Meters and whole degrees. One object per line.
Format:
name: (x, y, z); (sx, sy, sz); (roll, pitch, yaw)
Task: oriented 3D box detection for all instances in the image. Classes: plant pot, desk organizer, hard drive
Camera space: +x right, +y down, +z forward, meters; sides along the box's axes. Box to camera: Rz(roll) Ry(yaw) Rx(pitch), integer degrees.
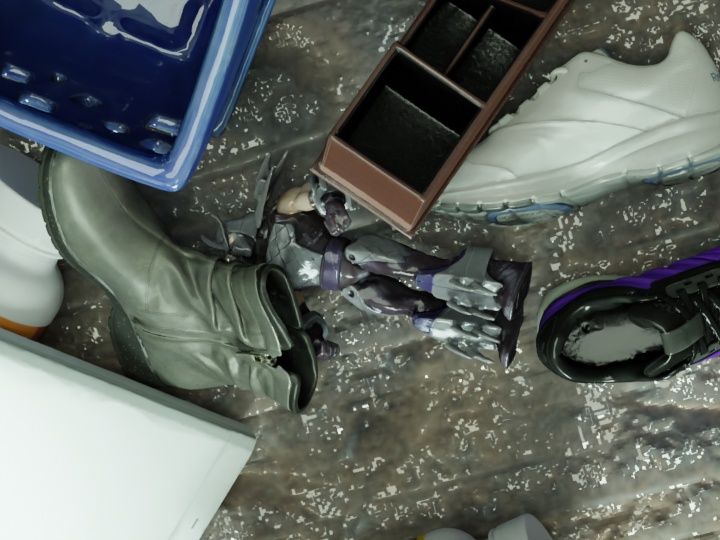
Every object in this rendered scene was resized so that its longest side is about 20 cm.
plant pot: (-0.141, -0.180, 1.627); (0.199, 0.180, 0.201); (22, 102, 6)
desk organizer: (0.059, -0.125, 1.614); (0.072, 0.077, 0.200); (34, 77, 2)
hard drive: (-0.179, 0.118, 1.709); (0.199, 0.026, 0.132); (23, 108, -29)

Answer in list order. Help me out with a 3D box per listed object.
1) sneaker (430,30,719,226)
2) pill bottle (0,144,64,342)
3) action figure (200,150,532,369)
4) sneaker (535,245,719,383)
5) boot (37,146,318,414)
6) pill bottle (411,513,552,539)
sneaker: (0.123, -0.079, 1.665); (0.199, 0.075, 0.088); (-15, 81, 8)
pill bottle: (-0.250, 0.026, 1.715); (0.112, 0.112, 0.200); (36, 104, 2)
action figure: (0.000, 0.000, 1.681); (0.199, 0.070, 0.131); (14, 132, 9)
sneaker: (0.195, 0.027, 1.644); (0.199, 0.100, 0.070); (-17, 98, 13)
boot: (-0.099, -0.004, 1.661); (0.130, 0.068, 0.201); (4, 134, 33)
pill bottle: (0.029, 0.224, 1.701); (0.199, 0.112, 0.113); (-26, 94, 13)
